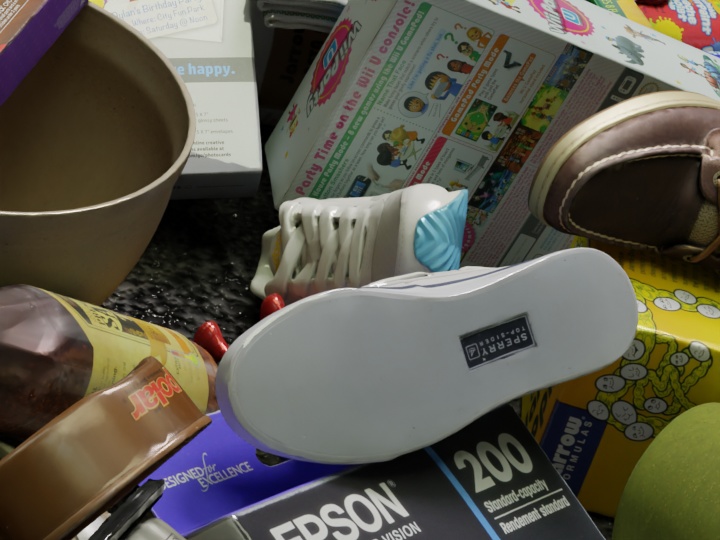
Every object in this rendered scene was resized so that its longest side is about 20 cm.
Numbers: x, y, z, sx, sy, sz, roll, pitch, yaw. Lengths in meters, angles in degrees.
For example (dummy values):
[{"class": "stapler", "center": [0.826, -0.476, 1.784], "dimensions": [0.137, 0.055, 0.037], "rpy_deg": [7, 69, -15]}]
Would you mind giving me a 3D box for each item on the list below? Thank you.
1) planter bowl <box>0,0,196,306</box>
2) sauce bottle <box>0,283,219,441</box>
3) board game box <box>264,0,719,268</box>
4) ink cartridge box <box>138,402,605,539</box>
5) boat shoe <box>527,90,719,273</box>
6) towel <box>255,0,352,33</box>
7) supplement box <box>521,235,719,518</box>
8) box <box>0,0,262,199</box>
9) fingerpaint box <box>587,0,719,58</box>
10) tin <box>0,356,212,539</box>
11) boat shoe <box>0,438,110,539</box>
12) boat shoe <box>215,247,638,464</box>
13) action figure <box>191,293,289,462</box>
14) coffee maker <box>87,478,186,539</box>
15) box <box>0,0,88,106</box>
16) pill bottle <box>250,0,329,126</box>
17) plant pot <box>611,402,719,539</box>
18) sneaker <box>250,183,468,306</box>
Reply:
[{"class": "planter bowl", "center": [-0.186, -0.032, 1.159], "dimensions": [0.199, 0.135, 0.201], "rpy_deg": [13, 34, -9]}, {"class": "sauce bottle", "center": [-0.132, 0.040, 1.068], "dimensions": [0.066, 0.066, 0.200], "rpy_deg": [40, 8, 29]}, {"class": "board game box", "center": [0.074, -0.069, 1.289], "dimensions": [0.199, 0.148, 0.064], "rpy_deg": [20, 31, -21]}, {"class": "ink cartridge box", "center": [0.023, 0.120, 1.037], "dimensions": [0.200, 0.043, 0.198], "rpy_deg": [53, 34, 15]}, {"class": "boat shoe", "center": [0.171, -0.034, 1.195], "dimensions": [0.199, 0.072, 0.072], "rpy_deg": [0, 35, -36]}, {"class": "towel", "center": [0.010, -0.182, 1.363], "dimensions": [0.149, 0.031, 0.200], "rpy_deg": [12, 38, -15]}, {"class": "supplement box", "center": [0.186, 0.059, 1.227], "dimensions": [0.199, 0.109, 0.110], "rpy_deg": [15, 33, -4]}, {"class": "box", "center": [-0.133, -0.134, 1.296], "dimensions": [0.155, 0.041, 0.201], "rpy_deg": [-2, 72, -9]}, {"class": "fingerpaint box", "center": [0.217, -0.096, 1.496], "dimensions": [0.166, 0.074, 0.200], "rpy_deg": [3, 36, -21]}, {"class": "tin", "center": [-0.137, 0.101, 0.940], "dimensions": [0.042, 0.200, 0.112], "rpy_deg": [53, 26, 5]}, {"class": "boat shoe", "center": [-0.105, 0.135, 1.025], "dimensions": [0.068, 0.075, 0.200], "rpy_deg": [16, 19, -50]}, {"class": "boat shoe", "center": [0.021, 0.038, 1.063], "dimensions": [0.199, 0.074, 0.065], "rpy_deg": [-8, -3, -32]}, {"class": "action figure", "center": [0.000, 0.097, 1.140], "dimensions": [0.065, 0.052, 0.200], "rpy_deg": [-19, 53, -35]}, {"class": "coffee maker", "center": [-0.056, 0.201, 0.882], "dimensions": [0.200, 0.192, 0.135], "rpy_deg": [41, 47, 2]}, {"class": "box", "center": [-0.206, -0.121, 1.120], "dimensions": [0.136, 0.039, 0.200], "rpy_deg": [20, 33, 4]}, {"class": "pill bottle", "center": [-0.041, -0.135, 1.393], "dimensions": [0.199, 0.115, 0.115], "rpy_deg": [7, 35, -17]}, {"class": "plant pot", "center": [0.210, 0.138, 1.088], "dimensions": [0.187, 0.188, 0.200], "rpy_deg": [-19, 35, -42]}, {"class": "sneaker", "center": [0.000, 0.000, 1.189], "dimensions": [0.080, 0.077, 0.200], "rpy_deg": [12, -10, -10]}]
